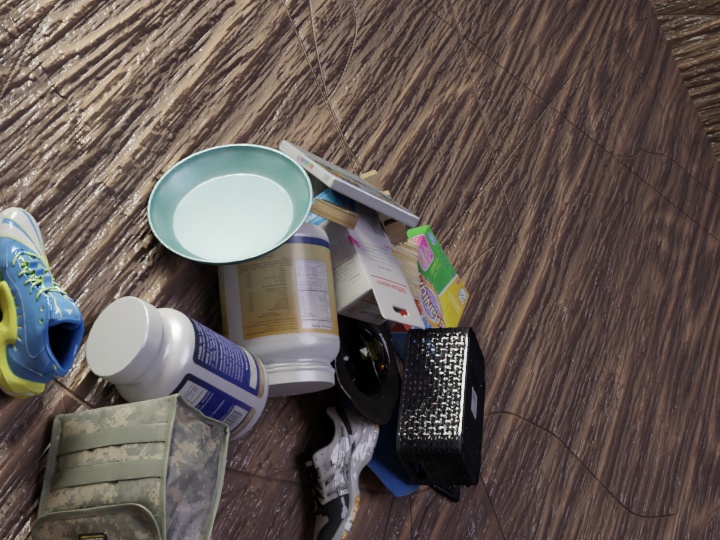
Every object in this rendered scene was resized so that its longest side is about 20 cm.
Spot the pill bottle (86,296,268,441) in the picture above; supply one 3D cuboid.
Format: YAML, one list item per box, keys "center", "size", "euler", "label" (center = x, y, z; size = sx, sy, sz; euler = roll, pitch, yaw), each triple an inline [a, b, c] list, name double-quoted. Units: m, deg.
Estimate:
- center: [-0.205, 0.111, 1.439]
  size: [0.200, 0.116, 0.116]
  euler: [37, 49, -45]
  label: "pill bottle"

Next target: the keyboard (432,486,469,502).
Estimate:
- center: [0.156, 0.260, 2.006]
  size: [0.104, 0.040, 0.200]
  euler: [39, 48, -43]
  label: "keyboard"

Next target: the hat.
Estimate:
- center: [-0.019, 0.123, 1.718]
  size: [0.201, 0.081, 0.201]
  euler: [46, 35, -47]
  label: "hat"

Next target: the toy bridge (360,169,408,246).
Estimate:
- center: [0.038, -0.080, 1.834]
  size: [0.200, 0.027, 0.067]
  euler: [-113, -179, -63]
  label: "toy bridge"

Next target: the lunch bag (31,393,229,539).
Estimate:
- center: [-0.237, 0.242, 1.295]
  size: [0.118, 0.164, 0.200]
  euler: [41, 45, -49]
  label: "lunch bag"

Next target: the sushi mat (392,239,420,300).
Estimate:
- center: [0.035, -0.019, 1.863]
  size: [0.200, 0.012, 0.096]
  euler: [22, 61, -57]
  label: "sushi mat"

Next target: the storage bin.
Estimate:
- center: [0.117, 0.191, 1.800]
  size: [0.135, 0.094, 0.200]
  euler: [64, 29, -54]
  label: "storage bin"

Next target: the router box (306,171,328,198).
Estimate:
- center: [-0.052, -0.028, 1.788]
  size: [0.179, 0.049, 0.200]
  euler: [17, 64, -53]
  label: "router box"

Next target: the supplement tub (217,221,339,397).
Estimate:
- center: [-0.102, 0.051, 1.594]
  size: [0.144, 0.144, 0.200]
  euler: [12, 69, -55]
  label: "supplement tub"

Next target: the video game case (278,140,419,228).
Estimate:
- center: [-0.018, -0.119, 1.740]
  size: [0.143, 0.200, 0.018]
  euler: [25, 98, -29]
  label: "video game case"

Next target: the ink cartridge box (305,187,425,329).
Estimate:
- center: [0.000, 0.000, 1.690]
  size: [0.115, 0.068, 0.200]
  euler: [18, 44, -56]
  label: "ink cartridge box"

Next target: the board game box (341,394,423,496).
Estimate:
- center: [0.026, 0.227, 1.823]
  size: [0.200, 0.039, 0.158]
  euler: [51, 41, -23]
  label: "board game box"

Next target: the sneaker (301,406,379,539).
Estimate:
- center: [-0.044, 0.275, 1.681]
  size: [0.088, 0.076, 0.200]
  euler: [23, 64, -17]
  label: "sneaker"

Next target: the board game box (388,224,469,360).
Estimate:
- center: [0.096, 0.049, 1.992]
  size: [0.153, 0.040, 0.200]
  euler: [57, 37, -26]
  label: "board game box"

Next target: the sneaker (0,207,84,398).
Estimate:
- center: [-0.322, 0.026, 1.302]
  size: [0.076, 0.105, 0.200]
  euler: [9, 71, -56]
  label: "sneaker"

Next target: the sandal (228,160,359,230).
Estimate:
- center: [-0.110, -0.080, 1.636]
  size: [0.078, 0.211, 0.070]
  euler: [0, 113, -79]
  label: "sandal"

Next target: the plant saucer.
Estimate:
- center: [-0.155, -0.073, 1.543]
  size: [0.036, 0.200, 0.200]
  euler: [84, 18, -48]
  label: "plant saucer"
